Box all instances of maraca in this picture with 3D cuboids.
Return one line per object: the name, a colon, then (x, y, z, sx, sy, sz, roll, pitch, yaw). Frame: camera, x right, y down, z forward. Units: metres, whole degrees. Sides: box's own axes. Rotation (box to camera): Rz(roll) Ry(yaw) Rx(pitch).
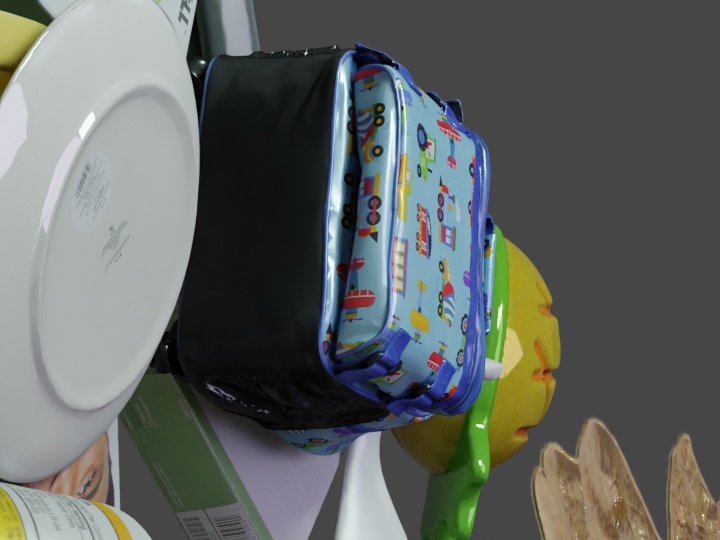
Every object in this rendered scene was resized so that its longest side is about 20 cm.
maraca: (0.059, 0.068, 1.435, 0.137, 0.106, 0.201, 112, -14, -62)

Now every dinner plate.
dinner plate: (-0.103, -0.012, 0.988, 0.200, 0.024, 0.201, 12, 90, -70)

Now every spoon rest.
spoon rest: (0.012, 0.132, 1.342, 0.201, 0.060, 0.099, -68, 164, 3)

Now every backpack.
backpack: (0.000, 0.000, 1.234, 0.200, 0.134, 0.184, 38, 53, -57)

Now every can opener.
can opener: (-0.094, -0.170, 1.317, 0.066, 0.053, 0.201, -14, 92, -28)

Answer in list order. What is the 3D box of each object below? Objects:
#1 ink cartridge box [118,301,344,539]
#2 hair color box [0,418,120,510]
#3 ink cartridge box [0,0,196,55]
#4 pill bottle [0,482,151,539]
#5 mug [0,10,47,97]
ink cartridge box: (-0.053, 0.048, 1.308, 0.146, 0.048, 0.200, 63, 31, -28)
hair color box: (-0.149, 0.057, 1.032, 0.102, 0.061, 0.201, -50, 148, -51)
ink cartridge box: (-0.131, -0.124, 1.208, 0.200, 0.059, 0.104, 48, 40, -45)
pill bottle: (-0.142, 0.136, 0.942, 0.199, 0.113, 0.113, 15, 66, -36)
mug: (-0.214, -0.096, 0.906, 0.186, 0.153, 0.150, -37, 106, -45)
